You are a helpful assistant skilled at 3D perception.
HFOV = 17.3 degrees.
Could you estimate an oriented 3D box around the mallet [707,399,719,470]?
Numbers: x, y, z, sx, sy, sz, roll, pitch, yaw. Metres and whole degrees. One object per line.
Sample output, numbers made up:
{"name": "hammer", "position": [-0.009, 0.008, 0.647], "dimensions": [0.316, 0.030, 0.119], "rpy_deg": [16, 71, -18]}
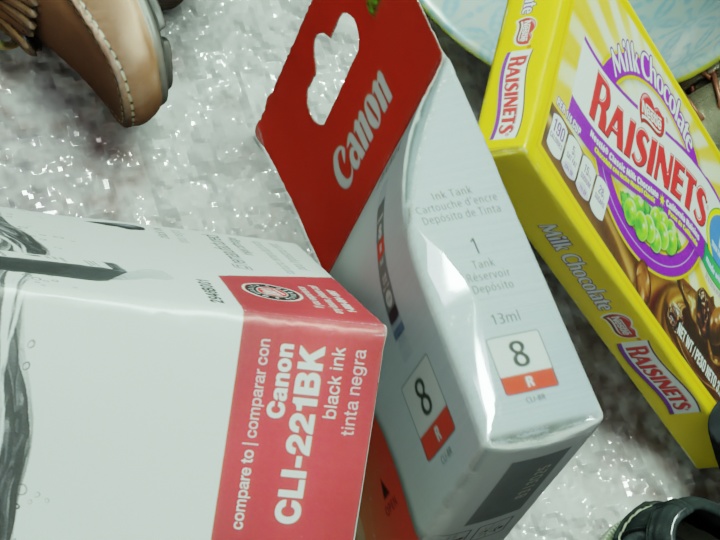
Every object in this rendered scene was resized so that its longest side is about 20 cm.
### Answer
{"name": "mallet", "position": [0.177, 0.016, 0.903], "dimensions": [0.066, 0.041, 0.201], "rpy_deg": [56, 42, -36]}

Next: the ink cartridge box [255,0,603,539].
{"name": "ink cartridge box", "position": [0.000, 0.000, 0.796], "dimensions": [0.050, 0.162, 0.201], "rpy_deg": [-16, 68, -24]}

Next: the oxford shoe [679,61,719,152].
{"name": "oxford shoe", "position": [0.136, -0.076, 0.933], "dimensions": [0.199, 0.074, 0.071], "rpy_deg": [-27, 76, -27]}

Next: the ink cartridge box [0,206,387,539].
{"name": "ink cartridge box", "position": [-0.107, 0.031, 0.746], "dimensions": [0.198, 0.144, 0.084], "rpy_deg": [6, 100, -15]}

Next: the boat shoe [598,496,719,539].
{"name": "boat shoe", "position": [0.170, 0.149, 0.827], "dimensions": [0.199, 0.066, 0.074], "rpy_deg": [45, 58, 9]}

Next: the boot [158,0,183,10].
{"name": "boot", "position": [-0.082, -0.200, 0.886], "dimensions": [0.070, 0.146, 0.201], "rpy_deg": [-16, 68, -22]}

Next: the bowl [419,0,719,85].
{"name": "bowl", "position": [0.106, -0.176, 0.900], "dimensions": [0.200, 0.200, 0.107], "rpy_deg": [48, 38, 11]}

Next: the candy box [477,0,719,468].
{"name": "candy box", "position": [0.100, -0.023, 0.846], "dimensions": [0.026, 0.200, 0.103], "rpy_deg": [-8, 52, 29]}

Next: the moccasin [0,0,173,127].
{"name": "moccasin", "position": [-0.147, -0.126, 0.870], "dimensions": [0.078, 0.074, 0.202], "rpy_deg": [-40, 83, -22]}
